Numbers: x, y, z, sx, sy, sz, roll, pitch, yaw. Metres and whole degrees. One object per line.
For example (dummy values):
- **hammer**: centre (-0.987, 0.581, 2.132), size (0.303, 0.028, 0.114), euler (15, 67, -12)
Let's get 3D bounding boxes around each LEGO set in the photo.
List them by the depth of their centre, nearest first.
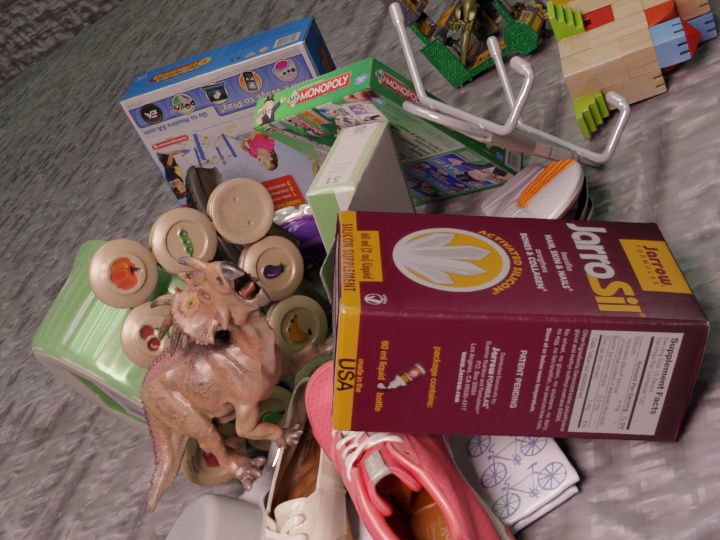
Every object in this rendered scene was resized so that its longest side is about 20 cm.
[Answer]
- **LEGO set**: centre (0.110, -0.303, 1.040), size (0.154, 0.200, 0.116), euler (-39, 18, 49)

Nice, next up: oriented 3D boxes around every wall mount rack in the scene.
- **wall mount rack**: centre (0.107, -0.142, 0.768), size (0.174, 0.199, 0.075), euler (36, 111, 47)

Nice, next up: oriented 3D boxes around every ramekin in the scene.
- **ramekin**: centre (-0.172, 0.073, 0.814), size (0.199, 0.200, 0.098), euler (3, 56, 52)

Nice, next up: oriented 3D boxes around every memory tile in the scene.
- **memory tile**: centre (-0.099, 0.045, 0.735), size (0.153, 0.201, 0.017), euler (-29, 12, -21)

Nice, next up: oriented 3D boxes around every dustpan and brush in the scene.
- **dustpan and brush**: centre (-0.092, 0.183, 0.693), size (0.139, 0.057, 0.201), euler (-19, 48, 63)

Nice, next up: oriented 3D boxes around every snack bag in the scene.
- **snack bag**: centre (0.037, 0.128, 0.661), size (0.188, 0.021, 0.200), euler (-35, 28, 9)

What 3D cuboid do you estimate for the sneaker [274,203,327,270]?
- **sneaker**: centre (-0.089, 0.007, 0.939), size (0.199, 0.081, 0.084), euler (-26, 58, 1)

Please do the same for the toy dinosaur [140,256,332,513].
- **toy dinosaur**: centre (-0.105, 0.068, 0.659), size (0.200, 0.135, 0.086), euler (-45, 22, 22)

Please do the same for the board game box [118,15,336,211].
- **board game box**: centre (-0.099, -0.123, 0.965), size (0.199, 0.197, 0.056), euler (-13, 36, 19)

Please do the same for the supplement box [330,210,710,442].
- **supplement box**: centre (0.083, 0.030, 0.573), size (0.198, 0.086, 0.111), euler (2, 33, -3)

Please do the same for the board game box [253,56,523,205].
- **board game box**: centre (0.027, -0.110, 0.837), size (0.134, 0.199, 0.029), euler (-9, 67, 42)

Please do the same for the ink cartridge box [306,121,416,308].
- **ink cartridge box**: centre (0.000, 0.000, 0.737), size (0.048, 0.146, 0.200), euler (-4, 35, 23)

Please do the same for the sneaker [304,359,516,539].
- **sneaker**: centre (0.022, 0.111, 0.566), size (0.074, 0.087, 0.200), euler (-42, 51, 1)

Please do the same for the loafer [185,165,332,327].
- **loafer**: centre (-0.089, -0.013, 0.879), size (0.071, 0.201, 0.073), euler (-30, -8, -19)

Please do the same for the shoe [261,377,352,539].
- **shoe**: centre (-0.040, 0.151, 0.642), size (0.070, 0.053, 0.201), euler (-26, 28, 27)

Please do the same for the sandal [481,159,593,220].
- **sandal**: centre (0.141, -0.041, 0.749), size (0.079, 0.059, 0.207), euler (-40, 6, 8)

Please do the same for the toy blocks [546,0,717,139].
- **toy blocks**: centre (0.241, -0.218, 0.854), size (0.136, 0.100, 0.201), euler (-16, 44, 21)
